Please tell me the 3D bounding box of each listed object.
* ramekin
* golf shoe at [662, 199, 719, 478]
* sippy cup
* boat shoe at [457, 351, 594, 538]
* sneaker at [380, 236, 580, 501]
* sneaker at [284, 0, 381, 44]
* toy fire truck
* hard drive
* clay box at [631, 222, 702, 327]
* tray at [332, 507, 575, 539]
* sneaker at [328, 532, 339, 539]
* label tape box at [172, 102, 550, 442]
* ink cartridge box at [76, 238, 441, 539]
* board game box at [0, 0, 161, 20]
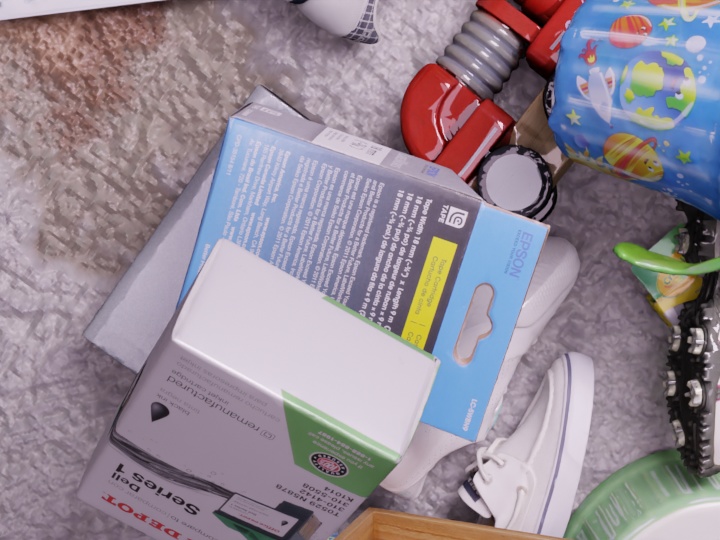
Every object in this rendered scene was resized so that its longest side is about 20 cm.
[{"bbox_3d":[0.226,0.222,1.052,0.199,0.098,0.201,0,95,1],"label":"ramekin"},{"bbox_3d":[0.238,0.031,1.002,0.088,0.077,0.201,5,93,-7],"label":"golf shoe"},{"bbox_3d":[0.180,-0.099,0.908,0.130,0.140,0.179,13,69,23],"label":"sippy cup"},{"bbox_3d":[0.100,0.146,1.067,0.069,0.071,0.201,14,102,-2],"label":"boat shoe"},{"bbox_3d":[0.075,0.064,1.066,0.200,0.075,0.089,-44,124,-8],"label":"sneaker"},{"bbox_3d":[0.018,-0.246,1.041,0.080,0.076,0.201,27,93,-22],"label":"sneaker"},{"bbox_3d":[0.075,-0.146,1.023,0.200,0.129,0.176,40,95,9],"label":"toy fire truck"},{"bbox_3d":[-0.067,0.002,1.054,0.139,0.033,0.200,36,95,-1],"label":"hard drive"},{"bbox_3d":[0.277,0.038,1.061,0.115,0.048,0.200,-39,91,4],"label":"clay box"},{"bbox_3d":[0.077,0.190,0.977,0.199,0.099,0.037,5,105,23],"label":"tray"},{"bbox_3d":[-0.052,0.186,1.080,0.105,0.076,0.201,-30,97,-12],"label":"sneaker"},{"bbox_3d":[0.000,0.000,0.988,0.199,0.063,0.145,19,105,4],"label":"label tape box"},{"bbox_3d":[-0.066,0.094,0.954,0.146,0.085,0.200,29,139,-6],"label":"ink cartridge box"},{"bbox_3d":[-0.159,-0.274,1.058,0.199,0.026,0.201,-7,95,2],"label":"board game box"}]
